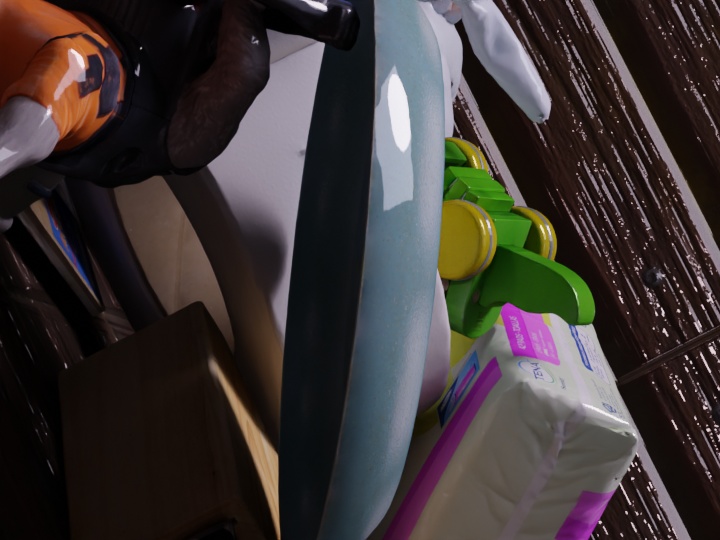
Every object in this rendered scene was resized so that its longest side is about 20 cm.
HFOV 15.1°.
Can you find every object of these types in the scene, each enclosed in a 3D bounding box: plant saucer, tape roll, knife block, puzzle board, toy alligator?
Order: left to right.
[{"bbox_3d":[-0.163,-0.090,1.118,0.151,0.017,0.200,60,6,-46],"label":"puzzle board"},{"bbox_3d":[-0.061,0.091,0.915,0.200,0.064,0.176,65,4,19],"label":"knife block"},{"bbox_3d":[-0.047,-0.020,1.059,0.202,0.071,0.203,52,-22,31],"label":"tape roll"},{"bbox_3d":[0.000,0.000,0.864,0.200,0.027,0.200,-174,-90,-84],"label":"plant saucer"},{"bbox_3d":[0.012,-0.034,1.062,0.200,0.054,0.059,47,21,24],"label":"toy alligator"}]

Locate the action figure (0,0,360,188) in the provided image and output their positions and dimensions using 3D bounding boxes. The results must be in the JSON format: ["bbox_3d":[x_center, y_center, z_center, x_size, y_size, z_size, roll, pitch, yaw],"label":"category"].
[{"bbox_3d":[-0.115,-0.067,0.824,0.200,0.105,0.193,20,12,29],"label":"action figure"}]

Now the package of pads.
[{"bbox_3d":[0.032,0.110,1.094,0.068,0.200,0.155,27,14,-11],"label":"package of pads"}]

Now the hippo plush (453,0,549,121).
[{"bbox_3d":[-0.001,-0.161,0.975,0.159,0.200,0.161,29,26,21],"label":"hippo plush"}]

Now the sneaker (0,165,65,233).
[{"bbox_3d":[-0.148,-0.107,0.939,0.200,0.082,0.075,64,5,8],"label":"sneaker"}]

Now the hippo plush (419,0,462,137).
[{"bbox_3d":[-0.039,-0.083,1.249,0.161,0.159,0.200,20,31,-14],"label":"hippo plush"}]
